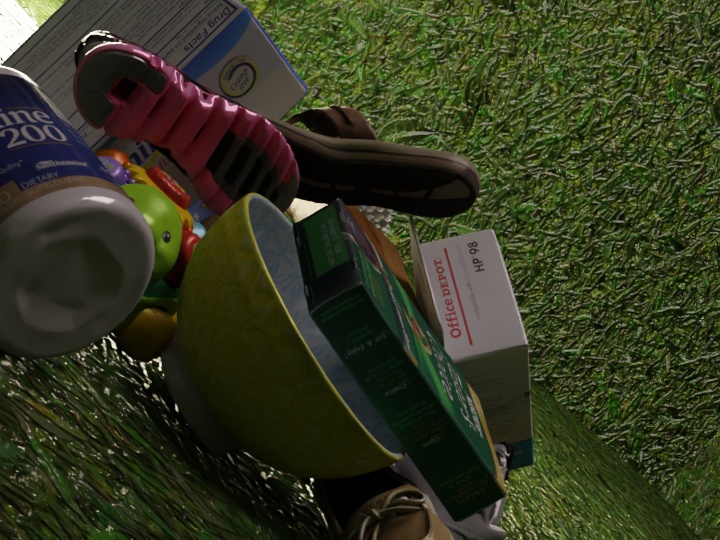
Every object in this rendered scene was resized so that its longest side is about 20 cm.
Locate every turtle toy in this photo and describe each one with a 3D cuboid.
[{"bbox_3d":[-0.161,-0.020,1.438,0.146,0.101,0.200,43,5,-8],"label":"turtle toy"}]

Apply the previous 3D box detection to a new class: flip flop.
[{"bbox_3d":[-0.006,-0.090,1.576,0.199,0.058,0.081,10,-31,12],"label":"flip flop"}]

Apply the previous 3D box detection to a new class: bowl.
[{"bbox_3d":[-0.066,0.060,1.394,0.200,0.107,0.200,58,10,-16],"label":"bowl"}]

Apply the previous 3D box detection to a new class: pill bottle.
[{"bbox_3d":[-0.210,-0.049,1.232,0.200,0.111,0.111,48,6,40],"label":"pill bottle"}]

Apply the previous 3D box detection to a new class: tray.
[{"bbox_3d":[0.000,0.000,1.601,0.099,0.037,0.200,45,10,-22],"label":"tray"}]

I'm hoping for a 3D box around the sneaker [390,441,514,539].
[{"bbox_3d":[0.050,0.134,1.560,0.075,0.115,0.200,86,-17,-55],"label":"sneaker"}]

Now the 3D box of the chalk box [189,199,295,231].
[{"bbox_3d":[-0.108,-0.021,1.731,0.124,0.124,0.200,39,8,-41],"label":"chalk box"}]

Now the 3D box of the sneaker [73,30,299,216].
[{"bbox_3d":[-0.127,-0.109,1.530,0.200,0.079,0.095,37,5,-30],"label":"sneaker"}]

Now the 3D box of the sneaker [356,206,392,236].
[{"bbox_3d":[-0.052,-0.016,1.823,0.100,0.200,0.069,43,25,30],"label":"sneaker"}]

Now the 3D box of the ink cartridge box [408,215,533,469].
[{"bbox_3d":[0.085,0.054,1.608,0.200,0.066,0.116,82,-5,-51],"label":"ink cartridge box"}]

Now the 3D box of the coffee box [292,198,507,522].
[{"bbox_3d":[0.026,0.059,1.419,0.200,0.044,0.123,56,10,-28],"label":"coffee box"}]

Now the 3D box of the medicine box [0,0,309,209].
[{"bbox_3d":[-0.173,-0.143,1.669,0.200,0.182,0.103,39,-8,50],"label":"medicine box"}]

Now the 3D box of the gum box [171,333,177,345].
[{"bbox_3d":[-0.051,0.055,1.627,0.200,0.114,0.066,40,6,-41],"label":"gum box"}]

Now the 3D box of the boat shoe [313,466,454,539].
[{"bbox_3d":[0.008,0.159,1.400,0.063,0.073,0.201,61,-3,-15],"label":"boat shoe"}]
